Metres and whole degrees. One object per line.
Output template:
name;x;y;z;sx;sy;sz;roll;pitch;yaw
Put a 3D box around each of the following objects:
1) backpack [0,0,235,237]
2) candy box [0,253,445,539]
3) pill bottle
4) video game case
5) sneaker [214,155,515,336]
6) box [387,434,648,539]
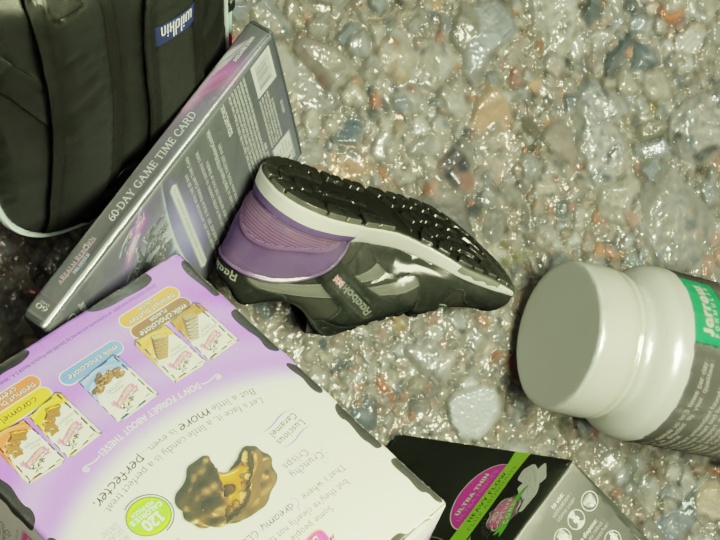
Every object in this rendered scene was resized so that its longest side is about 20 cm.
backpack;-0.156;-0.124;0.913;0.177;0.150;0.200;-34;144;-27
candy box;-0.088;0.111;0.869;0.200;0.072;0.168;42;52;19
pill bottle;0.208;0.060;1.127;0.200;0.113;0.113;13;84;-27
video game case;-0.102;-0.025;0.966;0.019;0.143;0.200;32;73;16
sneaker;0.000;0.000;1.059;0.200;0.076;0.088;19;113;-35
box;0.064;0.192;1.004;0.124;0.200;0.149;46;71;-18
